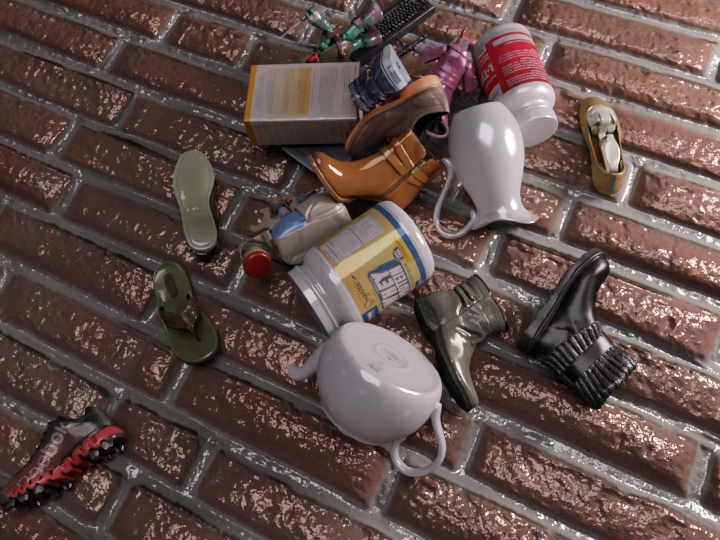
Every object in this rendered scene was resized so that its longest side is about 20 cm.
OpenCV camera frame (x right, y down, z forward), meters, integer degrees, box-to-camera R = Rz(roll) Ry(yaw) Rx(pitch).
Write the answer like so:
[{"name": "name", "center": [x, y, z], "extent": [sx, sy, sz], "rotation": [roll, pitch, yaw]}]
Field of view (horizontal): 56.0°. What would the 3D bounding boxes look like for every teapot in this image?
[{"name": "teapot", "center": [0.015, 0.183, 0.983], "extent": [0.147, 0.196, 0.200], "rotation": [-61, 27, 18]}]

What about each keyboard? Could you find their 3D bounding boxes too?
[{"name": "keyboard", "center": [0.065, -0.464, 1.324], "extent": [0.199, 0.021, 0.127], "rotation": [-39, 68, -10]}]

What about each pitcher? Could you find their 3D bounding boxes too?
[{"name": "pitcher", "center": [0.190, -0.161, 1.117], "extent": [0.170, 0.121, 0.202], "rotation": [-13, 91, 8]}]

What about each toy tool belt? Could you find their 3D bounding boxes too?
[{"name": "toy tool belt", "center": [-0.118, -0.068, 1.134], "extent": [0.199, 0.126, 0.123], "rotation": [-28, 35, -10]}]

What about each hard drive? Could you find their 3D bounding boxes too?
[{"name": "hard drive", "center": [-0.038, -0.216, 1.215], "extent": [0.199, 0.042, 0.135], "rotation": [34, 74, 19]}]

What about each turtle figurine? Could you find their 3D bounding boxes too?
[{"name": "turtle figurine", "center": [-0.054, -0.417, 1.243], "extent": [0.199, 0.150, 0.101], "rotation": [-27, 87, -12]}]

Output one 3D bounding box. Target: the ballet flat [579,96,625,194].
[{"name": "ballet flat", "center": [0.422, -0.229, 1.162], "extent": [0.068, 0.063, 0.202], "rotation": [-5, 66, 3]}]

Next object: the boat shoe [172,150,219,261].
[{"name": "boat shoe", "center": [-0.287, -0.114, 1.186], "extent": [0.071, 0.061, 0.203], "rotation": [-7, 66, -10]}]

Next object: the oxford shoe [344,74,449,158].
[{"name": "oxford shoe", "center": [0.057, -0.235, 1.118], "extent": [0.199, 0.071, 0.073], "rotation": [-33, 73, 30]}]

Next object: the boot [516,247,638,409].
[{"name": "boot", "center": [0.356, 0.086, 1.022], "extent": [0.157, 0.079, 0.212], "rotation": [35, 85, 26]}]

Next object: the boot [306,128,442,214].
[{"name": "boot", "center": [0.026, -0.167, 1.081], "extent": [0.155, 0.199, 0.077], "rotation": [-41, 35, 20]}]

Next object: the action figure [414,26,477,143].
[{"name": "action figure", "center": [0.137, -0.336, 1.187], "extent": [0.133, 0.149, 0.201], "rotation": [28, 100, -1]}]

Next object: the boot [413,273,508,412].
[{"name": "boot", "center": [0.174, 0.105, 1.046], "extent": [0.129, 0.068, 0.202], "rotation": [-18, 67, -8]}]

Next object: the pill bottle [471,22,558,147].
[{"name": "pill bottle", "center": [0.274, -0.323, 1.190], "extent": [0.111, 0.112, 0.202], "rotation": [-13, 65, 0]}]

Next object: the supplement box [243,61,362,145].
[{"name": "supplement box", "center": [-0.096, -0.292, 1.190], "extent": [0.197, 0.074, 0.127], "rotation": [1, 64, 6]}]

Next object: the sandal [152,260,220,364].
[{"name": "sandal", "center": [-0.298, 0.067, 1.112], "extent": [0.079, 0.057, 0.202], "rotation": [-29, 67, -7]}]

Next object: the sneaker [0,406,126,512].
[{"name": "sneaker", "center": [-0.461, 0.281, 1.030], "extent": [0.200, 0.071, 0.098], "rotation": [-35, 68, -11]}]

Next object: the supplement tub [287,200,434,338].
[{"name": "supplement tub", "center": [0.000, 0.000, 1.062], "extent": [0.199, 0.145, 0.145], "rotation": [-34, 68, -9]}]

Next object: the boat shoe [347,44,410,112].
[{"name": "boat shoe", "center": [0.029, -0.324, 1.145], "extent": [0.090, 0.201, 0.071], "rotation": [-30, 105, 16]}]
